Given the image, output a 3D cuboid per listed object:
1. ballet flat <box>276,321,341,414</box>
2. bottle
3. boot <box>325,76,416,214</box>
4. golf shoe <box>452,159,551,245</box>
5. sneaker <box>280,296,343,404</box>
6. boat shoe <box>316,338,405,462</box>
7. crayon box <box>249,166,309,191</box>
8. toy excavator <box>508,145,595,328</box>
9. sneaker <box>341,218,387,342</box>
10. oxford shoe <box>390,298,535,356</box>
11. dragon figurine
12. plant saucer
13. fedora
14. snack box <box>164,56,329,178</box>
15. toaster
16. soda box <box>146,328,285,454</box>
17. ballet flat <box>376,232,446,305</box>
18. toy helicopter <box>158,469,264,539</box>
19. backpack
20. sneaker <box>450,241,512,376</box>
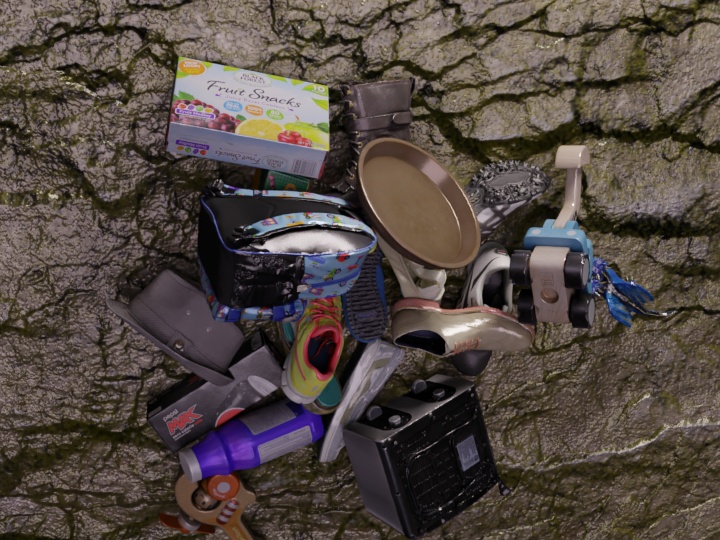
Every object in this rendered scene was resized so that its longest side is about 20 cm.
[{"bbox_3d":[-0.081,0.106,1.675,0.071,0.071,0.200,-18,81,-2],"label":"ballet flat"},{"bbox_3d":[-0.153,0.237,1.681,0.200,0.084,0.065,-21,110,-24],"label":"bottle"},{"bbox_3d":[-0.005,-0.164,1.596,0.200,0.069,0.174,-17,102,-22],"label":"boot"},{"bbox_3d":[0.169,-0.085,1.663,0.200,0.078,0.095,-21,143,-13],"label":"golf shoe"},{"bbox_3d":[-0.052,0.075,1.609,0.078,0.090,0.200,13,65,-23],"label":"sneaker"},{"bbox_3d":[-0.005,0.189,1.722,0.065,0.074,0.202,24,97,-11],"label":"boat shoe"},{"bbox_3d":[-0.129,-0.051,1.597,0.058,0.119,0.200,16,105,-13],"label":"crayon box"},{"bbox_3d":[0.273,-0.046,1.626,0.100,0.200,0.195,2,125,23],"label":"toy excavator"},{"bbox_3d":[0.000,0.000,1.668,0.066,0.078,0.200,-4,90,-6],"label":"sneaker"},{"bbox_3d":[0.138,0.093,1.638,0.200,0.074,0.071,6,132,3],"label":"oxford shoe"},{"bbox_3d":[0.375,0.039,1.711,0.200,0.099,0.059,35,101,-17],"label":"dragon figurine"},{"bbox_3d":[0.070,-0.081,1.530,0.200,0.200,0.029,35,129,-17],"label":"plant saucer"},{"bbox_3d":[-0.230,0.064,1.595,0.200,0.177,0.090,38,90,2],"label":"fedora"},{"bbox_3d":[-0.142,-0.195,1.532,0.200,0.142,0.053,10,131,-12],"label":"snack box"},{"bbox_3d":[0.092,0.265,1.704,0.181,0.119,0.200,-28,113,-27],"label":"toaster"},{"bbox_3d":[-0.200,0.170,1.690,0.200,0.063,0.071,-33,110,4],"label":"soda box"},{"bbox_3d":[0.079,-0.002,1.645,0.069,0.069,0.200,-30,127,3],"label":"ballet flat"},{"bbox_3d":[-0.203,0.363,1.750,0.132,0.079,0.200,-30,114,3],"label":"toy helicopter"},{"bbox_3d":[-0.088,-0.022,1.463,0.200,0.183,0.135,-2,117,-20],"label":"backpack"},{"bbox_3d":[0.172,0.066,1.699,0.074,0.089,0.200,5,109,-11],"label":"sneaker"}]
